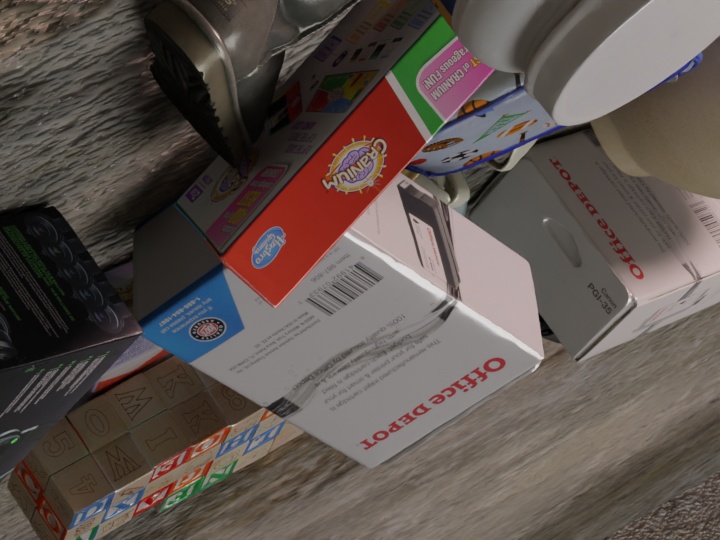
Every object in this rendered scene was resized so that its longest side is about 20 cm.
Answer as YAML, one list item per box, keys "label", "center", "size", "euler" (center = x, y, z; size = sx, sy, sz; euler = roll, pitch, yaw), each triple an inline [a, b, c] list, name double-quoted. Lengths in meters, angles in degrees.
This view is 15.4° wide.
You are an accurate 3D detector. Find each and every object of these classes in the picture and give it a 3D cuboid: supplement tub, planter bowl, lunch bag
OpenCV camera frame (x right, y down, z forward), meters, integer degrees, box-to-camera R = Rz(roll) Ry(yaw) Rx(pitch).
- label: "supplement tub"
  center: [0.073, -0.176, 1.137]
  size: [0.144, 0.200, 0.144]
  euler: [-33, 165, -10]
- label: "planter bowl"
  center: [0.221, -0.131, 1.704]
  size: [0.135, 0.201, 0.200]
  euler: [-14, 178, 29]
- label: "lunch bag"
  center: [0.101, -0.120, 1.558]
  size: [0.200, 0.076, 0.160]
  euler: [-22, 167, 17]

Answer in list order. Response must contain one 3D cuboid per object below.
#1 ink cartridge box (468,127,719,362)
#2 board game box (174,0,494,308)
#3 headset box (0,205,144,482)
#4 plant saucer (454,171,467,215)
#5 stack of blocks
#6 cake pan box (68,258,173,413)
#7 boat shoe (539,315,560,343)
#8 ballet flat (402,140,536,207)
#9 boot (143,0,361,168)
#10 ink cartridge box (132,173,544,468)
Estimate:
- label: "ink cartridge box"
  center: [0.197, -0.031, 2.000]
  size: [0.200, 0.147, 0.083]
  euler: [-19, 158, -48]
- label: "board game box"
  center: [-0.005, -0.081, 1.368]
  size: [0.200, 0.040, 0.153]
  euler: [-47, -163, 0]
- label: "headset box"
  center: [-0.235, 0.062, 1.395]
  size: [0.174, 0.093, 0.200]
  euler: [-45, 164, 31]
- label: "plant saucer"
  center: [0.000, 0.000, 1.886]
  size: [0.200, 0.027, 0.200]
  euler: [-34, 165, -10]
- label: "stack of blocks"
  center: [-0.119, 0.102, 1.668]
  size: [0.200, 0.059, 0.115]
  euler: [-29, 164, -26]
- label: "cake pan box"
  center: [-0.108, 0.030, 1.683]
  size: [0.200, 0.052, 0.184]
  euler: [-27, 165, -31]
- label: "boat shoe"
  center: [0.167, 0.031, 2.300]
  size: [0.066, 0.070, 0.200]
  euler: [-27, 165, -4]
- label: "ballet flat"
  center: [0.061, -0.077, 1.707]
  size: [0.200, 0.063, 0.069]
  euler: [-43, 164, 26]
- label: "boot"
  center: [-0.011, -0.148, 1.331]
  size: [0.200, 0.073, 0.182]
  euler: [-43, 174, -11]
- label: "ink cartridge box"
  center: [-0.012, 0.015, 1.549]
  size: [0.144, 0.084, 0.200]
  euler: [-34, 131, 29]
